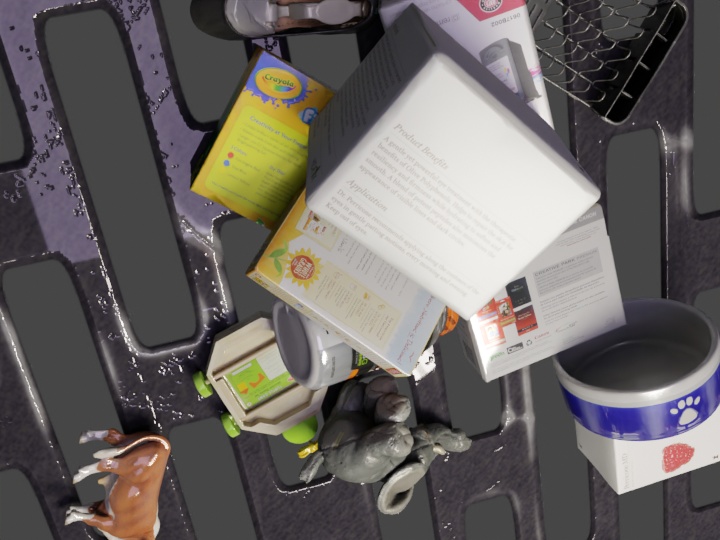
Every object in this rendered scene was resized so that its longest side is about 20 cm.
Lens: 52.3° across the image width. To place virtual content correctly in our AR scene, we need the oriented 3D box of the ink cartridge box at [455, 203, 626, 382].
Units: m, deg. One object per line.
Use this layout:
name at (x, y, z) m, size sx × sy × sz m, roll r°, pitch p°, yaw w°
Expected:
ink cartridge box at (0.214, 0.016, 0.926) m, size 0.200 × 0.084 × 0.176 m, roll -21°, pitch 113°, yaw -5°

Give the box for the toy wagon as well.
toy wagon at (-0.107, 0.150, 0.926) m, size 0.155 × 0.040 × 0.200 m, roll -28°, pitch 114°, yaw -2°

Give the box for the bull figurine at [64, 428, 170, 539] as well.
bull figurine at (-0.299, 0.284, 0.914) m, size 0.121 × 0.065 × 0.200 m, roll 10°, pitch 106°, yaw -19°

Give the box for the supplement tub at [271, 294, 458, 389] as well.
supplement tub at (0.008, 0.054, 0.855) m, size 0.200 × 0.122 × 0.123 m, roll -16°, pitch 113°, yaw -27°

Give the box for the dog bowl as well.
dog bowl at (0.351, 0.121, 0.934) m, size 0.200 × 0.200 × 0.079 m, roll -23°, pitch 115°, yaw -4°

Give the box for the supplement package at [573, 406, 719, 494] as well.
supplement package at (0.414, 0.202, 1.020) m, size 0.200 × 0.120 × 0.122 m, roll -16°, pitch 113°, yaw -7°

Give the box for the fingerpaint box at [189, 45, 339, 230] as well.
fingerpaint box at (-0.063, -0.124, 0.818) m, size 0.200 × 0.073 × 0.167 m, roll 26°, pitch 103°, yaw -20°

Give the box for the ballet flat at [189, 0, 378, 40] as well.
ballet flat at (-0.076, -0.276, 0.763) m, size 0.199 × 0.068 × 0.068 m, roll -7°, pitch 113°, yaw -10°

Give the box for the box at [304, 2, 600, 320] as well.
box at (0.074, -0.107, 0.693) m, size 0.199 × 0.200 × 0.171 m, roll 34°, pitch 114°, yaw -21°

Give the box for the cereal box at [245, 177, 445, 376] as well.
cereal box at (0.000, 0.000, 0.771) m, size 0.200 × 0.040 × 0.144 m, roll 37°, pitch 67°, yaw -15°

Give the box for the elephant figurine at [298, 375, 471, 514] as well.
elephant figurine at (0.041, 0.239, 0.950) m, size 0.155 × 0.142 × 0.200 m, roll -11°, pitch 137°, yaw 23°

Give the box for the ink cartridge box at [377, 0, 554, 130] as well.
ink cartridge box at (0.117, -0.219, 0.800) m, size 0.147 × 0.086 × 0.200 m, roll -17°, pitch 115°, yaw 10°

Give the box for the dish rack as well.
dish rack at (0.258, -0.279, 0.847) m, size 0.200 × 0.055 × 0.154 m, roll 25°, pitch 101°, yaw -19°
